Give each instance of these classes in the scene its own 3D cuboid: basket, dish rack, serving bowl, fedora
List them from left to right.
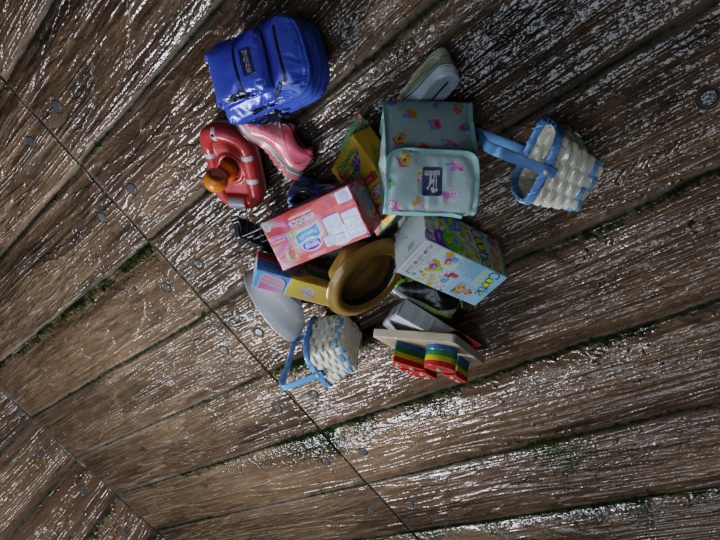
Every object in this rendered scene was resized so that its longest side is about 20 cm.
[{"bbox_3d":[-0.192,0.068,1.326,0.065,0.200,0.201,-34,108,6],"label":"serving bowl"},{"bbox_3d":[-0.167,-0.095,1.221,0.197,0.056,0.153,-18,160,26],"label":"dish rack"},{"bbox_3d":[-0.101,0.204,1.367,0.197,0.178,0.140,-16,124,20],"label":"basket"},{"bbox_3d":[0.000,0.000,1.156,0.082,0.198,0.203,43,140,38],"label":"fedora"},{"bbox_3d":[0.291,-0.191,0.941,0.196,0.177,0.141,15,115,-5],"label":"basket"}]

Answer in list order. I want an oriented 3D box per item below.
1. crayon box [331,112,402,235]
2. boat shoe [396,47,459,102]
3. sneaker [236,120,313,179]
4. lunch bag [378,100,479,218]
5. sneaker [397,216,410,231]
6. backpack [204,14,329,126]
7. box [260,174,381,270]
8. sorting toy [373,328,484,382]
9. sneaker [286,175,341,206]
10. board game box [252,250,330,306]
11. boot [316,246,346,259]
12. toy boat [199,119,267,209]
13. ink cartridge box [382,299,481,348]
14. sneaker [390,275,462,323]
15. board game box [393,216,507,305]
[{"bbox_3d":[0.017,-0.182,1.071,0.201,0.050,0.127,56,150,7],"label":"crayon box"},{"bbox_3d":[0.106,-0.314,0.999,0.071,0.063,0.199,8,155,-32],"label":"boat shoe"},{"bbox_3d":[-0.176,-0.287,1.143,0.087,0.074,0.200,-40,106,23],"label":"sneaker"},{"bbox_3d":[0.115,-0.185,0.956,0.167,0.204,0.122,1,156,-3],"label":"lunch bag"},{"bbox_3d":[0.106,-0.165,1.107,0.088,0.067,0.203,-10,114,9],"label":"sneaker"},{"bbox_3d":[-0.163,-0.358,0.999,0.197,0.168,0.165,-11,101,24],"label":"backpack"},{"bbox_3d":[-0.072,-0.090,1.049,0.197,0.095,0.104,-21,102,23],"label":"box"},{"bbox_3d":[0.153,0.198,1.250,0.197,0.071,0.198,0,159,33],"label":"sorting toy"},{"bbox_3d":[-0.069,-0.151,1.174,0.196,0.079,0.076,3,125,21],"label":"sneaker"},{"bbox_3d":[-0.140,0.019,1.239,0.197,0.153,0.041,15,104,-14],"label":"board game box"},{"bbox_3d":[-0.092,-0.045,1.206,0.171,0.070,0.201,-18,142,11],"label":"boot"},{"bbox_3d":[-0.288,-0.213,1.185,0.128,0.131,0.203,7,126,22],"label":"toy boat"},{"bbox_3d":[0.155,0.146,1.257,0.199,0.057,0.163,35,163,0],"label":"ink cartridge box"},{"bbox_3d":[0.138,0.038,1.243,0.198,0.072,0.084,31,106,-1],"label":"sneaker"},{"bbox_3d":[0.176,-0.030,1.097,0.198,0.104,0.105,23,133,-23],"label":"board game box"}]
